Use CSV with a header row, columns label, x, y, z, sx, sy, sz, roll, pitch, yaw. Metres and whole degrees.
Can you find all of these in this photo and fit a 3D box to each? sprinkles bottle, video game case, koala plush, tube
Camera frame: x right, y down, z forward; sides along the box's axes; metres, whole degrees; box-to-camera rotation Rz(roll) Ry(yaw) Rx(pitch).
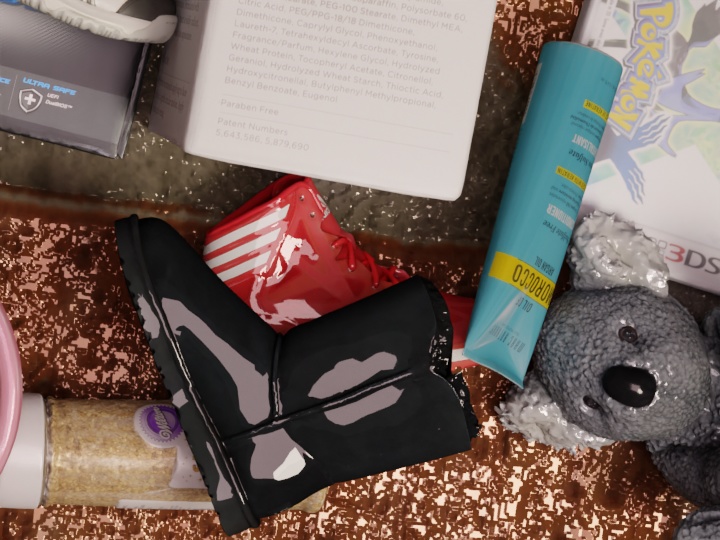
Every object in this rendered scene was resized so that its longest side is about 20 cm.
label,x,y,z,sx,sy,sz,roll,pitch,yaw
sprinkles bottle,-0.120,0.109,1.724,0.199,0.068,0.069,2,96,-12
video game case,0.208,-0.094,1.790,0.181,0.022,0.201,17,93,-13
koala plush,0.191,0.071,1.754,0.199,0.184,0.178,21,105,7
tube,0.105,-0.035,1.719,0.077,0.050,0.201,28,75,-50

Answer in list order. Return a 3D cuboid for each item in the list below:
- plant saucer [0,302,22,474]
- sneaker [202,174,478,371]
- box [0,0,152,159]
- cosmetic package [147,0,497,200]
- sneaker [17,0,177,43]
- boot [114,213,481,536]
label,x,y,z,sx,sy,sz,roll,pitch,yaw
plant saucer,-0.290,0.066,1.671,0.199,0.051,0.202,0,93,6
sneaker,0.000,0.000,1.731,0.199,0.078,0.116,-2,98,-12
box,-0.216,-0.165,1.683,0.199,0.046,0.160,15,93,-12
cosmetic package,-0.018,-0.157,1.664,0.164,0.165,0.201,10,96,-13
sneaker,-0.186,-0.194,1.624,0.199,0.076,0.088,23,91,-13
boot,-0.035,0.036,1.666,0.167,0.076,0.201,-23,89,-1
